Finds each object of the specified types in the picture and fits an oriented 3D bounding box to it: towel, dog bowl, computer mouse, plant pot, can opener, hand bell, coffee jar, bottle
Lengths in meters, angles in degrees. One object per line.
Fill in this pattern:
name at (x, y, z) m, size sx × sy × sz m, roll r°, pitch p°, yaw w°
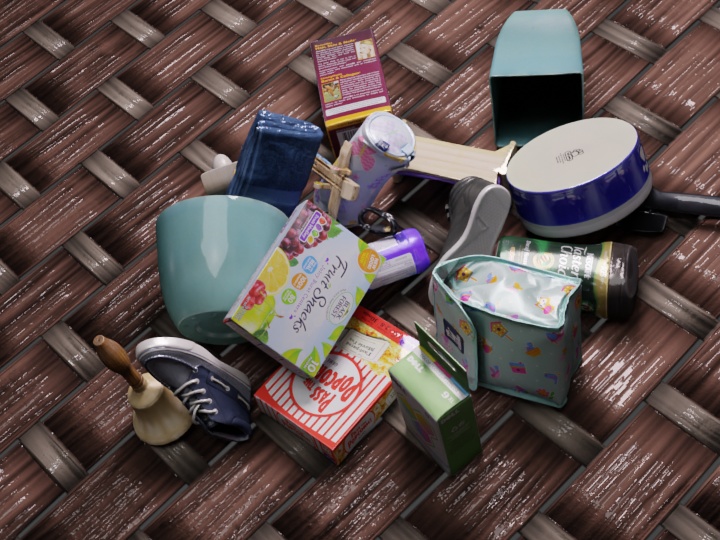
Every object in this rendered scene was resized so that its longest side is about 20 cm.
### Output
towel at (-0.132, -0.131, 1.755) m, size 0.111 × 0.201 × 0.049 m, roll 9°, pitch 32°, yaw -23°
dog bowl at (0.314, -0.136, 1.725) m, size 0.199 × 0.079 × 0.201 m, roll -19°, pitch 29°, yaw 11°
computer mouse at (-0.028, -0.061, 1.775) m, size 0.199 × 0.059 × 0.034 m, roll -5°, pitch 14°, yaw 42°
plant pot at (-0.196, 0.010, 1.716) m, size 0.199 × 0.201 × 0.162 m, roll -6°, pitch 64°, yaw 8°
can opener at (0.468, -0.095, 1.740) m, size 0.198 × 0.079 × 0.063 m, roll 2°, pitch 15°, yaw 10°
plant pot at (0.283, -0.315, 1.889) m, size 0.140 × 0.142 × 0.201 m, roll 0°, pitch 47°, yaw 12°
hand bell at (-0.307, 0.147, 1.619) m, size 0.103 × 0.200 × 0.105 m, roll -11°, pitch 54°, yaw 15°
coffee jar at (0.287, 0.009, 1.674) m, size 0.198 × 0.086 × 0.105 m, roll 4°, pitch 54°, yaw 14°
bottle at (0.000, 0.000, 1.746) m, size 0.199 × 0.066 × 0.084 m, roll -20°, pitch 9°, yaw -4°

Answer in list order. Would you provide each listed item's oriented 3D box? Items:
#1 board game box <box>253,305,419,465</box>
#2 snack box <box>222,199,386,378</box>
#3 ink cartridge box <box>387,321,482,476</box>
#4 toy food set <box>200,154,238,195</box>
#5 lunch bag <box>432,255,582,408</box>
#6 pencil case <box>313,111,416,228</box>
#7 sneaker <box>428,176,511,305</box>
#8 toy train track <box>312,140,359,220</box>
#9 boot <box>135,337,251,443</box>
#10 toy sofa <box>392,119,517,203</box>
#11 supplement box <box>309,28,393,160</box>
board game box at (-0.026, 0.150, 1.662) m, size 0.151 × 0.046 × 0.200 m, roll 29°, pitch 65°, yaw 29°
snack box at (-0.075, 0.027, 1.639) m, size 0.142 × 0.053 × 0.201 m, roll 36°, pitch 72°, yaw -14°
ink cartridge box at (0.093, 0.167, 1.527) m, size 0.059 × 0.201 × 0.104 m, roll -35°, pitch 54°, yaw -14°
toy food set at (-0.176, -0.164, 1.859) m, size 0.143 × 0.061 × 0.200 m, roll -19°, pitch 8°, yaw -3°
lunch bag at (0.187, 0.077, 1.592) m, size 0.199 × 0.171 × 0.122 m, roll 13°, pitch 50°, yaw 21°
pencil case at (0.005, -0.147, 1.781) m, size 0.090 × 0.200 × 0.083 m, roll 35°, pitch 46°, yaw -7°
sneaker at (0.147, -0.046, 1.729) m, size 0.070 × 0.201 × 0.099 m, roll 19°, pitch 17°, yaw -21°
toy train track at (-0.059, -0.147, 1.769) m, size 0.032 × 0.116 × 0.200 m, roll 4°, pitch 20°, yaw -28°
boot at (-0.217, 0.162, 1.608) m, size 0.073 × 0.199 × 0.091 m, roll -33°, pitch 48°, yaw 28°
toy sofa at (0.138, -0.153, 1.829) m, size 0.199 × 0.083 × 0.098 m, roll 13°, pitch 61°, yaw 20°
supplement box at (-0.010, -0.290, 1.960) m, size 0.109 × 0.086 × 0.201 m, roll -13°, pitch 53°, yaw 3°
